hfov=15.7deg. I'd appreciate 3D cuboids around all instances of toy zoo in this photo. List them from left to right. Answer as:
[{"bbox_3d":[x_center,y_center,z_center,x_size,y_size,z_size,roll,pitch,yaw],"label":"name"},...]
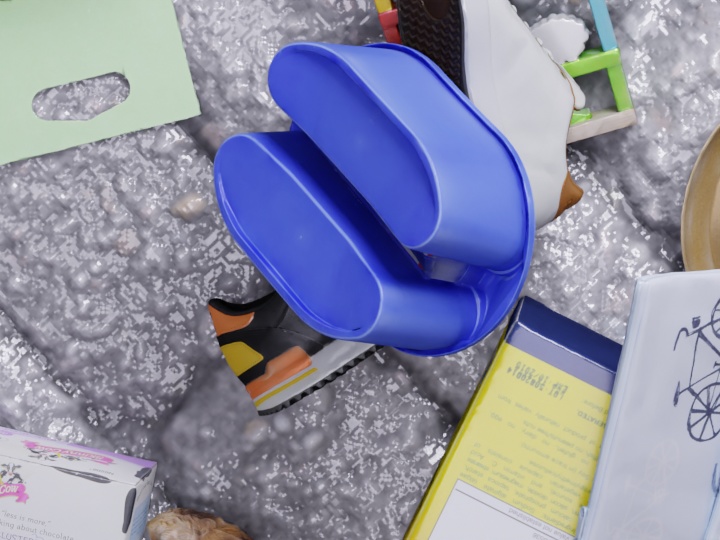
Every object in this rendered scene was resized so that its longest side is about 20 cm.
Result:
[{"bbox_3d":[0.074,-0.163,1.521,0.130,0.020,0.201,-16,107,8],"label":"toy zoo"}]

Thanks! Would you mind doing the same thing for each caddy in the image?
[{"bbox_3d":[0.012,-0.042,1.469,0.200,0.105,0.142,49,119,32],"label":"caddy"}]

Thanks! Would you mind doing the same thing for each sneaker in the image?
[{"bbox_3d":[0.000,0.000,1.547,0.200,0.070,0.090,-35,88,8],"label":"sneaker"},{"bbox_3d":[0.078,-0.122,1.501,0.084,0.073,0.201,-19,101,-29],"label":"sneaker"}]

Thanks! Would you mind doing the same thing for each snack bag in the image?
[{"bbox_3d":[0.215,0.080,1.475,0.199,0.021,0.190,-2,114,-32],"label":"snack bag"}]

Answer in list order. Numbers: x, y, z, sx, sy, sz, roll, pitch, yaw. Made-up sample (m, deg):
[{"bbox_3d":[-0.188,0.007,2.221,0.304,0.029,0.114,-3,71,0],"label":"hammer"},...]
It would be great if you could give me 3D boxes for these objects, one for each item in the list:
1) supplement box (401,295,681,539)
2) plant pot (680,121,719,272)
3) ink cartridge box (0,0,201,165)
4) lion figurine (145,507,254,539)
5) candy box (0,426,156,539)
[{"bbox_3d":[0.097,0.132,1.533,0.108,0.110,0.201,27,99,2],"label":"supplement box"},{"bbox_3d":[0.288,-0.025,1.533,0.199,0.027,0.201,1,98,6],"label":"plant pot"},{"bbox_3d":[-0.189,-0.173,1.557,0.145,0.048,0.201,-13,93,7],"label":"ink cartridge box"},{"bbox_3d":[-0.048,0.201,1.543,0.199,0.072,0.123,-1,117,48],"label":"lion figurine"},{"bbox_3d":[-0.227,0.200,1.597,0.167,0.072,0.201,13,99,6],"label":"candy box"}]
